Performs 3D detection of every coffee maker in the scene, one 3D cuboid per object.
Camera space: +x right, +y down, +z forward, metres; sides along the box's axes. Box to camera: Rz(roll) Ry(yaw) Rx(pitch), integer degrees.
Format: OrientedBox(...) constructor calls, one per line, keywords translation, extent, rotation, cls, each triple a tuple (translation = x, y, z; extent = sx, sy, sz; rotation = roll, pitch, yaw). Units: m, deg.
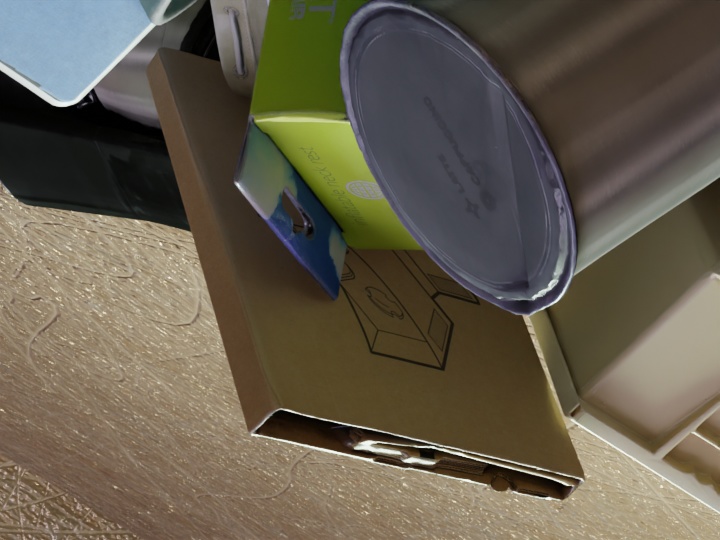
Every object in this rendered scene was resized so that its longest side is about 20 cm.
OrientedBox(translation=(-0.091, -0.070, 1.146), extent=(0.134, 0.193, 0.200), rotation=(-22, -157, -40), cls="coffee maker")

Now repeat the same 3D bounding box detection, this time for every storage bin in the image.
OrientedBox(translation=(0.171, 0.019, 1.091), extent=(0.198, 0.094, 0.200), rotation=(33, -157, -29), cls="storage bin")

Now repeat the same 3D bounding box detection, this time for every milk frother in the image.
OrientedBox(translation=(0.069, -0.100, 0.851), extent=(0.181, 0.188, 0.200), rotation=(59, 155, -2), cls="milk frother")

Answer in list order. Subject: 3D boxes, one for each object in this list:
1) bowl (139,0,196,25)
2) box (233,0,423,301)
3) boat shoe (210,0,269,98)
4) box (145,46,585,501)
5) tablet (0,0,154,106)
OrientedBox(translation=(-0.032, -0.186, 0.771), extent=(0.105, 0.201, 0.201), rotation=(45, 163, -3), cls="bowl")
OrientedBox(translation=(0.006, -0.101, 0.918), extent=(0.048, 0.201, 0.122), rotation=(1, 158, 20), cls="box")
OrientedBox(translation=(-0.041, -0.148, 0.940), extent=(0.062, 0.072, 0.201), rotation=(2, 122, 20), cls="boat shoe")
OrientedBox(translation=(0.000, 0.000, 0.987), extent=(0.163, 0.200, 0.021), rotation=(15, 131, -36), cls="box")
OrientedBox(translation=(-0.103, -0.163, 0.966), extent=(0.130, 0.200, 0.014), rotation=(34, -157, -35), cls="tablet")
